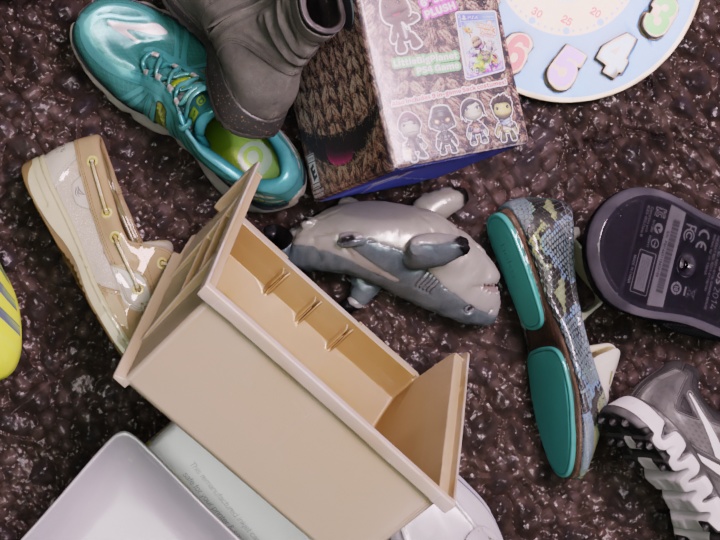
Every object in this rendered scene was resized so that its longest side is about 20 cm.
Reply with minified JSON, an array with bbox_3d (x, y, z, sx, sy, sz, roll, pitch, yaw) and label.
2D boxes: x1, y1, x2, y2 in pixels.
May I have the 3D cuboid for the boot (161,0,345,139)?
[{"bbox_3d":[-0.070,-0.198,1.066,0.067,0.131,0.201,-4,56,-35],"label":"boot"}]

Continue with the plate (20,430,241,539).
[{"bbox_3d":[-0.147,0.239,1.043,0.200,0.032,0.200,43,87,-3],"label":"plate"}]

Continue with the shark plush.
[{"bbox_3d":[0.000,0.000,1.128,0.198,0.091,0.084,-3,119,-9],"label":"shark plush"}]

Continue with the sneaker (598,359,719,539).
[{"bbox_3d":[0.250,0.144,1.132,0.090,0.066,0.201,-44,110,-23],"label":"sneaker"}]

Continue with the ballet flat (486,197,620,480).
[{"bbox_3d":[0.148,0.044,1.138,0.074,0.074,0.202,-14,93,-5],"label":"ballet flat"}]

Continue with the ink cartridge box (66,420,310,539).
[{"bbox_3d":[-0.110,0.182,1.104,0.200,0.083,0.145,-40,92,-3],"label":"ink cartridge box"}]

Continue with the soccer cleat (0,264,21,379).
[{"bbox_3d":[-0.280,-0.020,1.095,0.064,0.084,0.202,-15,90,-5],"label":"soccer cleat"}]

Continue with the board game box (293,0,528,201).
[{"bbox_3d":[0.016,-0.161,1.073,0.096,0.159,0.202,-12,88,-20],"label":"board game box"}]

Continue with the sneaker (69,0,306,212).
[{"bbox_3d":[-0.113,-0.119,1.113,0.200,0.080,0.078,39,86,-2],"label":"sneaker"}]

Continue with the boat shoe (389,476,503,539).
[{"bbox_3d":[0.080,0.212,1.126,0.073,0.067,0.201,-36,92,-5],"label":"boat shoe"}]

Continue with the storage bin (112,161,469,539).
[{"bbox_3d":[-0.034,0.057,1.035,0.200,0.199,0.094,42,115,-13],"label":"storage bin"}]

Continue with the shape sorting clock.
[{"bbox_3d":[0.148,-0.221,1.155,0.198,0.039,0.202,0,88,-4],"label":"shape sorting clock"}]

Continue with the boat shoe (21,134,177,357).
[{"bbox_3d":[-0.158,-0.001,1.109,0.066,0.074,0.201,-31,91,1],"label":"boat shoe"}]

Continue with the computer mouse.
[{"bbox_3d":[0.226,0.007,1.141,0.199,0.053,0.139,23,83,-26],"label":"computer mouse"}]
